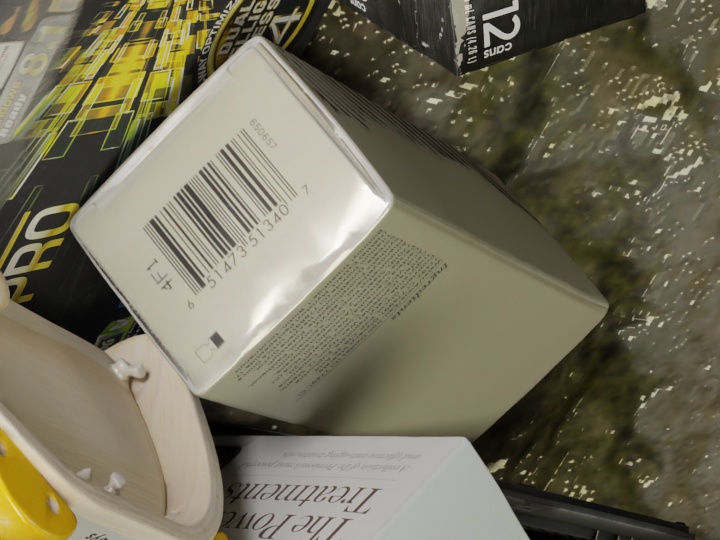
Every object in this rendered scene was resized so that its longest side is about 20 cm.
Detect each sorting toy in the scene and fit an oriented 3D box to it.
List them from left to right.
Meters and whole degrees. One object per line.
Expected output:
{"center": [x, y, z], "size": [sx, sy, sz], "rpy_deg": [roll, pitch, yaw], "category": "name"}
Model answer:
{"center": [-0.142, 0.078, 0.737], "size": [0.180, 0.107, 0.200], "rpy_deg": [-34, 154, 11], "category": "sorting toy"}

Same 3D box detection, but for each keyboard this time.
{"center": [0.010, 0.073, 0.967], "size": [0.200, 0.127, 0.021], "rpy_deg": [18, 82, -47], "category": "keyboard"}

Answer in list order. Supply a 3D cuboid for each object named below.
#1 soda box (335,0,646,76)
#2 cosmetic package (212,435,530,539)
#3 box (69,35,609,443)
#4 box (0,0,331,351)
{"center": [0.026, -0.158, 0.747], "size": [0.063, 0.071, 0.201], "rpy_deg": [-20, 122, -23], "category": "soda box"}
{"center": [-0.066, 0.111, 0.822], "size": [0.151, 0.200, 0.052], "rpy_deg": [-47, 115, -31], "category": "cosmetic package"}
{"center": [0.000, 0.000, 0.866], "size": [0.082, 0.068, 0.200], "rpy_deg": [-43, 159, 9], "category": "box"}
{"center": [-0.097, -0.028, 0.807], "size": [0.161, 0.049, 0.200], "rpy_deg": [-11, 138, -55], "category": "box"}
